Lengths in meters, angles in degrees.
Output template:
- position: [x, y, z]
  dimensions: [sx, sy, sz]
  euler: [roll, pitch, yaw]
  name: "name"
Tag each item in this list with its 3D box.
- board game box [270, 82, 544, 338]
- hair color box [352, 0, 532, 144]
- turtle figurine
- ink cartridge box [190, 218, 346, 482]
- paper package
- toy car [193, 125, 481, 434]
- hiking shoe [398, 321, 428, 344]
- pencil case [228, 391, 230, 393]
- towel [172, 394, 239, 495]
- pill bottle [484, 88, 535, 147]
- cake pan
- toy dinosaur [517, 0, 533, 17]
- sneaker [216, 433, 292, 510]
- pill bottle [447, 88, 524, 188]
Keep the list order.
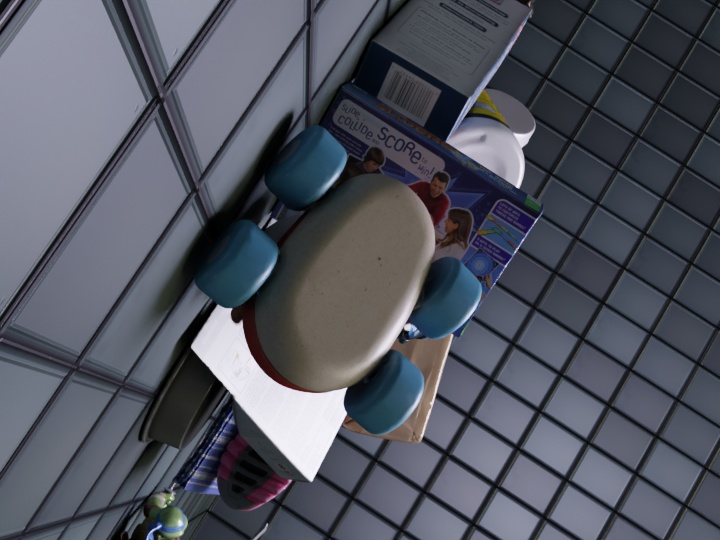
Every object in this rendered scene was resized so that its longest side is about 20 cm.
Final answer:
- position: [0.039, -0.052, 0.933]
  dimensions: [0.136, 0.199, 0.034]
  euler: [-58, 178, 20]
  name: "board game box"
- position: [0.078, -0.204, 0.990]
  dimensions: [0.200, 0.100, 0.061]
  euler: [-55, 175, -47]
  name: "hair color box"
- position: [-0.228, 0.353, 1.362]
  dimensions: [0.194, 0.144, 0.200]
  euler: [-55, 176, 32]
  name: "turtle figurine"
- position: [-0.075, 0.073, 1.000]
  dimensions: [0.057, 0.200, 0.163]
  euler: [-5, -136, 43]
  name: "ink cartridge box"
- position: [0.025, 0.098, 1.268]
  dimensions: [0.200, 0.103, 0.192]
  euler: [172, -64, -76]
  name: "paper package"
- position: [-0.045, 0.015, 0.854]
  dimensions: [0.177, 0.184, 0.200]
  euler: [-56, -160, -22]
  name: "toy car"
- position: [0.000, 0.000, 1.123]
  dimensions: [0.086, 0.200, 0.075]
  euler: [-7, 128, -56]
  name: "hiking shoe"
- position: [-0.092, 0.074, 1.300]
  dimensions: [0.201, 0.086, 0.083]
  euler: [-57, -161, 3]
  name: "pencil case"
- position: [-0.110, 0.151, 1.152]
  dimensions: [0.201, 0.024, 0.145]
  euler: [-56, 155, 0]
  name: "towel"
- position: [0.132, -0.121, 1.331]
  dimensions: [0.201, 0.108, 0.109]
  euler: [-60, 176, 39]
  name: "pill bottle"
- position: [-0.140, 0.089, 1.040]
  dimensions: [0.201, 0.037, 0.200]
  euler: [-58, 177, -4]
  name: "cake pan"
- position: [0.148, -0.326, 1.227]
  dimensions: [0.201, 0.101, 0.077]
  euler: [-73, 155, -48]
  name: "toy dinosaur"
- position: [-0.073, 0.168, 1.140]
  dimensions: [0.200, 0.079, 0.095]
  euler: [-54, 167, -3]
  name: "sneaker"
- position: [0.083, -0.142, 1.076]
  dimensions: [0.112, 0.111, 0.200]
  euler: [-59, -152, 26]
  name: "pill bottle"
